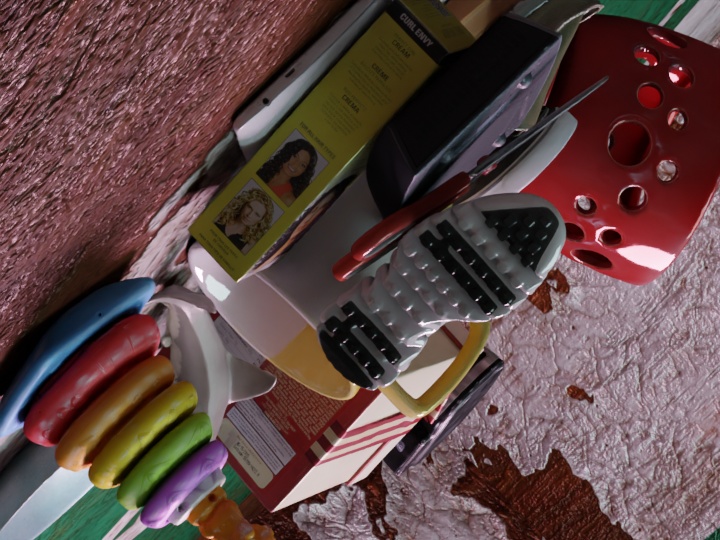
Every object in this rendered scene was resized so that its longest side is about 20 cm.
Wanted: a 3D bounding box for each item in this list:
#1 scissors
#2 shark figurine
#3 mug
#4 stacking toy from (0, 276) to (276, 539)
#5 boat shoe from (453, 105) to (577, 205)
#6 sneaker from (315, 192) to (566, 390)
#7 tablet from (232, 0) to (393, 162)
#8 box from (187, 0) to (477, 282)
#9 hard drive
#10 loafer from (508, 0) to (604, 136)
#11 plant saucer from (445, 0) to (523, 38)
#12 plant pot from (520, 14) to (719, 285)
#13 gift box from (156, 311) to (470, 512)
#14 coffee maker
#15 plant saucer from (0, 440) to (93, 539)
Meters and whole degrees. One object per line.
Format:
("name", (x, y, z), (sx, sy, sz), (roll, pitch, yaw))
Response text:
("scissors", (0.065, -0.057, 1.266), (0.199, 0.014, 0.073), (-36, 172, -15))
("shark figurine", (-0.106, 0.064, 1.489), (0.216, 0.089, 0.129), (91, 15, -45))
("mug", (-0.008, -0.006, 1.439), (0.153, 0.149, 0.187), (-49, 133, -19))
("stacking toy", (-0.123, 0.115, 1.293), (0.116, 0.200, 0.110), (-39, 172, -42))
("boat shoe", (0.075, -0.072, 1.552), (0.200, 0.057, 0.069), (-34, -162, 38))
("sneaker", (0.055, -0.001, 1.276), (0.200, 0.075, 0.081), (-32, -173, 43))
("tablet", (-0.024, -0.113, 1.308), (0.130, 0.014, 0.200), (-44, 173, -5))
("box", (-0.016, -0.082, 1.275), (0.200, 0.050, 0.075), (-47, 174, 21))
("hard drive", (0.059, -0.088, 1.284), (0.135, 0.042, 0.200), (-44, 174, -8))
("loafer", (0.105, -0.128, 1.483), (0.200, 0.070, 0.075), (-45, 174, 6))
("plant saucer", (0.055, -0.144, 1.526), (0.200, 0.032, 0.200), (-44, 173, -7))
("plant pot", (0.181, -0.112, 1.653), (0.200, 0.181, 0.202), (-157, -90, -78))
("gift box", (-0.042, 0.070, 1.660), (0.200, 0.185, 0.186), (-43, 166, 26))
("coffee maker", (0.014, 0.072, 1.874), (0.135, 0.200, 0.192), (-41, 173, -16))
("plant saucer", (-0.223, 0.142, 1.556), (0.201, 0.039, 0.201), (-44, 173, -7))
